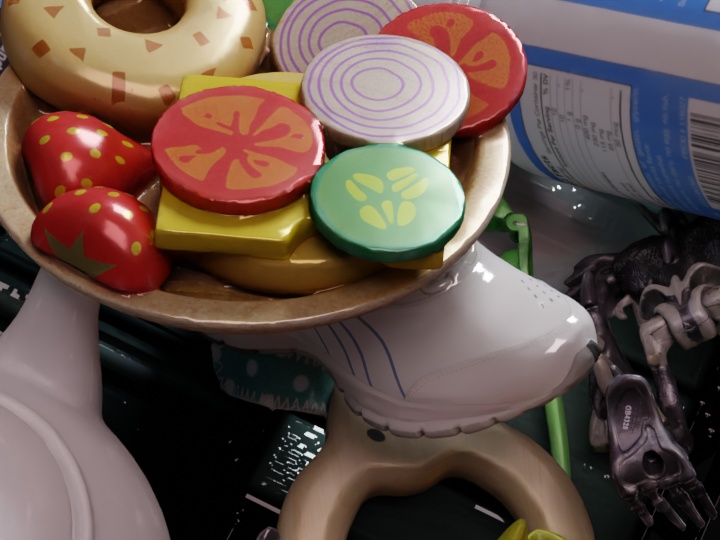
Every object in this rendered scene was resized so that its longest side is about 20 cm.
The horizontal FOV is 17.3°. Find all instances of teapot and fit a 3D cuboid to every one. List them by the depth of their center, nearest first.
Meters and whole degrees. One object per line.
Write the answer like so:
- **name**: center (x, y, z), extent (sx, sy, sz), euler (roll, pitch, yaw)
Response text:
- **teapot**: center (-0.156, 0.111, 0.837), extent (0.197, 0.146, 0.201), euler (-14, 67, -13)

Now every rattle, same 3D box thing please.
- **rattle**: center (0.015, 0.068, 0.887), extent (0.130, 0.143, 0.201), euler (-22, 73, 3)

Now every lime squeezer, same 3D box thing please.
- **lime squeezer**: center (0.045, 0.001, 0.977), extent (0.071, 0.038, 0.200), euler (-34, 73, -21)

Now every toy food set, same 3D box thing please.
- **toy food set**: center (-0.039, -0.055, 0.854), extent (0.197, 0.049, 0.200), euler (4, 44, 0)

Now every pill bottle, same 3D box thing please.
- **pill bottle**: center (0.115, -0.084, 0.946), extent (0.200, 0.112, 0.112), euler (18, 56, 42)

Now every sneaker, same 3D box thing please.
- **sneaker**: center (0.000, 0.000, 0.887), extent (0.199, 0.087, 0.074), euler (18, 43, 35)

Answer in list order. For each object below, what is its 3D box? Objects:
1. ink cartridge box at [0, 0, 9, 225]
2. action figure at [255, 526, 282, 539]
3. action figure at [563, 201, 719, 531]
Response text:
- **ink cartridge box**: center (-0.122, -0.124, 0.937), extent (0.200, 0.043, 0.198), euler (34, 88, -15)
- **action figure**: center (-0.052, 0.175, 0.788), extent (0.104, 0.200, 0.194), euler (25, 70, -3)
- **action figure**: center (0.138, 0.036, 0.936), extent (0.118, 0.102, 0.200), euler (-17, 22, 14)
